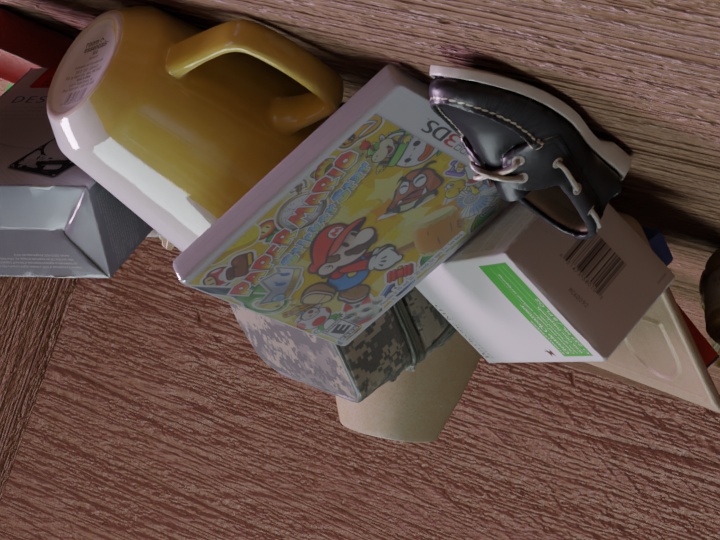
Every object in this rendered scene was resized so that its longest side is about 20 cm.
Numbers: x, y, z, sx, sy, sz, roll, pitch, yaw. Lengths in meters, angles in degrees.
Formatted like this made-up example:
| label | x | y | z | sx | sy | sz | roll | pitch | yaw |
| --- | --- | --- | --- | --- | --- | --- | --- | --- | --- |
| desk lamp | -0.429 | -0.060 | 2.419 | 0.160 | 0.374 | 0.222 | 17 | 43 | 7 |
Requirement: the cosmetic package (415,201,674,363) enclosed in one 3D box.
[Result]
| label | x | y | z | sx | sy | sz | roll | pitch | yaw |
| --- | --- | --- | --- | --- | --- | --- | --- | --- | --- |
| cosmetic package | 0.121 | 0.001 | 1.342 | 0.108 | 0.085 | 0.200 | 45 | 164 | -10 |

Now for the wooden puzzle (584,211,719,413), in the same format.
| label | x | y | z | sx | sy | sz | roll | pitch | yaw |
| --- | --- | --- | --- | --- | --- | --- | --- | --- | --- |
| wooden puzzle | 0.188 | 0.009 | 1.424 | 0.185 | 0.046 | 0.200 | 21 | 149 | 58 |

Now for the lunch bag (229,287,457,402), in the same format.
| label | x | y | z | sx | sy | sz | roll | pitch | yaw |
| --- | --- | --- | --- | --- | --- | --- | --- | --- | --- |
| lunch bag | 0.000 | 0.000 | 1.509 | 0.200 | 0.168 | 0.140 | 12 | 134 | 61 |

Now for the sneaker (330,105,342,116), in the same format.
| label | x | y | z | sx | sy | sz | roll | pitch | yaw |
| --- | --- | --- | --- | --- | --- | --- | --- | --- | --- |
| sneaker | -0.045 | -0.086 | 1.434 | 0.200 | 0.083 | 0.078 | 16 | 175 | 46 |

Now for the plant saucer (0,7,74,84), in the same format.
| label | x | y | z | sx | sy | sz | roll | pitch | yaw |
| --- | --- | --- | --- | --- | --- | --- | --- | --- | --- |
| plant saucer | -0.266 | -0.175 | 1.595 | 0.199 | 0.037 | 0.199 | 22 | 175 | -29 |

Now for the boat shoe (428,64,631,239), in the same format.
| label | x | y | z | sx | sy | sz | roll | pitch | yaw |
| --- | --- | --- | --- | --- | --- | --- | --- | --- | --- |
| boat shoe | 0.097 | -0.069 | 1.132 | 0.074 | 0.061 | 0.200 | 18 | 176 | 32 |

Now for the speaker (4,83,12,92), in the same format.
| label | x | y | z | sx | sy | sz | roll | pitch | yaw |
| --- | --- | --- | --- | --- | --- | --- | --- | --- | --- |
| speaker | -0.241 | -0.123 | 1.803 | 0.199 | 0.089 | 0.088 | 21 | 176 | -26 |

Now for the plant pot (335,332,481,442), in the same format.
| label | x | y | z | sx | sy | sz | roll | pitch | yaw |
| --- | --- | --- | --- | --- | --- | --- | --- | --- | --- |
| plant pot | 0.043 | 0.051 | 1.762 | 0.186 | 0.201 | 0.187 | 9 | -174 | -1 |

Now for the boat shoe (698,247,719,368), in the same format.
| label | x | y | z | sx | sy | sz | roll | pitch | yaw |
| --- | --- | --- | --- | --- | --- | --- | --- | --- | --- |
| boat shoe | 0.301 | 0.029 | 1.469 | 0.073 | 0.070 | 0.200 | -7 | 163 | 12 |

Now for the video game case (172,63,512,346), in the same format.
| label | x | y | z | sx | sy | sz | roll | pitch | yaw |
| --- | --- | --- | --- | --- | --- | --- | --- | --- | --- |
| video game case | 0.003 | -0.036 | 1.256 | 0.182 | 0.200 | 0.023 | 24 | -148 | -50 |

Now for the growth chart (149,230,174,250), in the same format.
| label | x | y | z | sx | sy | sz | roll | pitch | yaw |
| --- | --- | --- | --- | --- | --- | --- | --- | --- | --- |
| growth chart | -0.218 | -0.095 | 1.764 | 0.199 | 0.145 | 0.018 | 16 | -162 | -24 |

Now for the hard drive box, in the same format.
| label | x | y | z | sx | sy | sz | roll | pitch | yaw |
| --- | --- | --- | --- | --- | --- | --- | --- | --- | --- |
| hard drive box | -0.217 | -0.076 | 1.406 | 0.155 | 0.077 | 0.200 | 1 | -150 | 21 |

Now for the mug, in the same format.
| label | x | y | z | sx | sy | sz | roll | pitch | yaw |
| --- | --- | --- | --- | --- | --- | --- | --- | --- | --- |
| mug | -0.113 | -0.113 | 1.269 | 0.153 | 0.187 | 0.150 | 31 | -157 | -30 |
